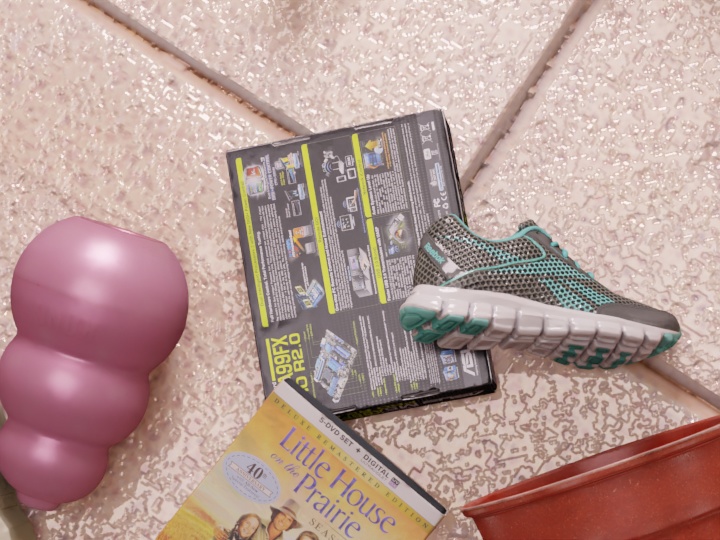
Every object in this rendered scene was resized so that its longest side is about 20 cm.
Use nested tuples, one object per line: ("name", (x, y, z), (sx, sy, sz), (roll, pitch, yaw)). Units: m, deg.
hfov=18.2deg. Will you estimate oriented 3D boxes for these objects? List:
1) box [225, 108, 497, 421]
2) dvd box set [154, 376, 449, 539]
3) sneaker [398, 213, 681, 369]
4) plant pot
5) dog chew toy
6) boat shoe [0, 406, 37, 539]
("box", (0.000, 0.000, 1.568), (0.159, 0.044, 0.201), (-12, 78, 6))
("dvd box set", (-0.057, 0.195, 1.524), (0.146, 0.029, 0.200), (40, 97, 4))
("sneaker", (0.125, 0.010, 1.512), (0.199, 0.078, 0.092), (11, 69, -18))
("plant pot", (0.188, 0.213, 1.438), (0.200, 0.201, 0.196), (-19, 86, 4))
("dog chew toy", (-0.195, 0.067, 1.549), (0.124, 0.125, 0.201), (18, 91, 11))
("boat shoe", (-0.274, 0.151, 1.570), (0.062, 0.071, 0.201), (-19, 83, 13))
